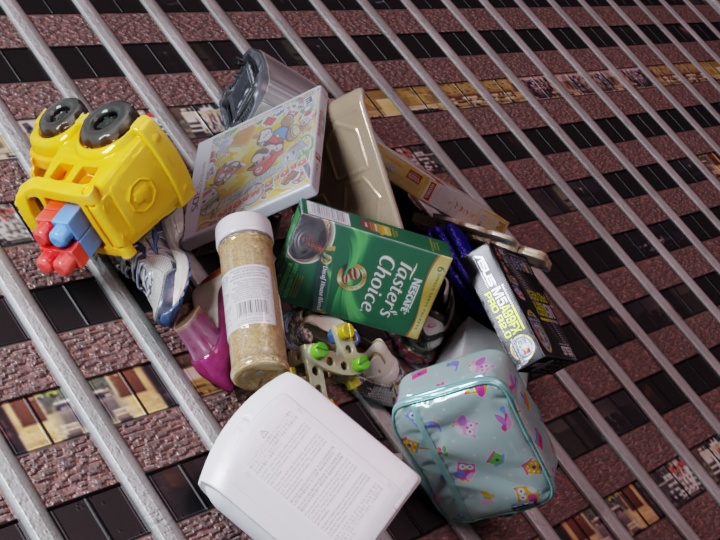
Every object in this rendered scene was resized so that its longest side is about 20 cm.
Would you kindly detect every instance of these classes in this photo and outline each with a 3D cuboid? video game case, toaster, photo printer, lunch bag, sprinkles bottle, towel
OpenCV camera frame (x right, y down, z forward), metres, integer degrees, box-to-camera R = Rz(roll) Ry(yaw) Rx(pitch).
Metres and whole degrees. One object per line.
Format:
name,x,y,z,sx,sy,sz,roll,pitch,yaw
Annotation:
video game case,-0.131,-0.129,1.649,0.023,0.198,0.184,48,32,-37
toaster,-0.118,-0.223,1.842,0.128,0.114,0.201,26,19,-23
photo printer,-0.059,0.219,1.386,0.199,0.070,0.167,38,66,2
lunch bag,0.130,0.198,1.518,0.202,0.158,0.077,63,21,-25
sprinkles bottle,-0.123,0.033,1.497,0.067,0.068,0.202,12,52,-31
towel,0.167,0.014,1.816,0.148,0.049,0.200,55,10,24

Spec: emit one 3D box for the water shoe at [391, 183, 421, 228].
water shoe,0.022,-0.075,1.839,0.079,0.072,0.200,42,34,10

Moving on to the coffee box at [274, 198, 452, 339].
coffee box,0.000,0.000,1.587,0.197,0.124,0.044,17,24,-16

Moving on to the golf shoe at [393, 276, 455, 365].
golf shoe,0.101,0.037,1.767,0.072,0.093,0.201,27,35,-10

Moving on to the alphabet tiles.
alphabet tiles,0.170,-0.039,1.864,0.197,0.015,0.196,18,-5,15

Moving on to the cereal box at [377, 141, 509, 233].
cereal box,0.102,-0.111,1.845,0.199,0.040,0.143,26,8,-48

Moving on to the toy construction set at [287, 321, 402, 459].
toy construction set,-0.029,0.160,1.498,0.130,0.092,0.202,0,60,-39

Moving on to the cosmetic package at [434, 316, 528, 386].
cosmetic package,0.144,0.166,1.663,0.107,0.085,0.201,33,34,-8

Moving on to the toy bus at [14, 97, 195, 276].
toy bus,-0.317,-0.082,1.492,0.193,0.198,0.136,-56,137,-28

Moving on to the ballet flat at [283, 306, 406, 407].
ballet flat,-0.008,0.103,1.614,0.199,0.072,0.072,30,35,-12

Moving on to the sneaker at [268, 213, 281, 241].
sneaker,-0.145,-0.103,1.718,0.075,0.080,0.201,4,45,-35

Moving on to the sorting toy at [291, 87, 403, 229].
sorting toy,-0.027,-0.109,1.680,0.036,0.184,0.203,-10,84,-43

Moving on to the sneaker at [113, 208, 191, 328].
sneaker,-0.248,-0.008,1.538,0.084,0.078,0.201,9,36,-20

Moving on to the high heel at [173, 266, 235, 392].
high heel,-0.157,0.060,1.558,0.097,0.067,0.201,56,30,-16

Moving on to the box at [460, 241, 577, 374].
box,0.207,0.052,1.706,0.162,0.044,0.200,64,17,15
